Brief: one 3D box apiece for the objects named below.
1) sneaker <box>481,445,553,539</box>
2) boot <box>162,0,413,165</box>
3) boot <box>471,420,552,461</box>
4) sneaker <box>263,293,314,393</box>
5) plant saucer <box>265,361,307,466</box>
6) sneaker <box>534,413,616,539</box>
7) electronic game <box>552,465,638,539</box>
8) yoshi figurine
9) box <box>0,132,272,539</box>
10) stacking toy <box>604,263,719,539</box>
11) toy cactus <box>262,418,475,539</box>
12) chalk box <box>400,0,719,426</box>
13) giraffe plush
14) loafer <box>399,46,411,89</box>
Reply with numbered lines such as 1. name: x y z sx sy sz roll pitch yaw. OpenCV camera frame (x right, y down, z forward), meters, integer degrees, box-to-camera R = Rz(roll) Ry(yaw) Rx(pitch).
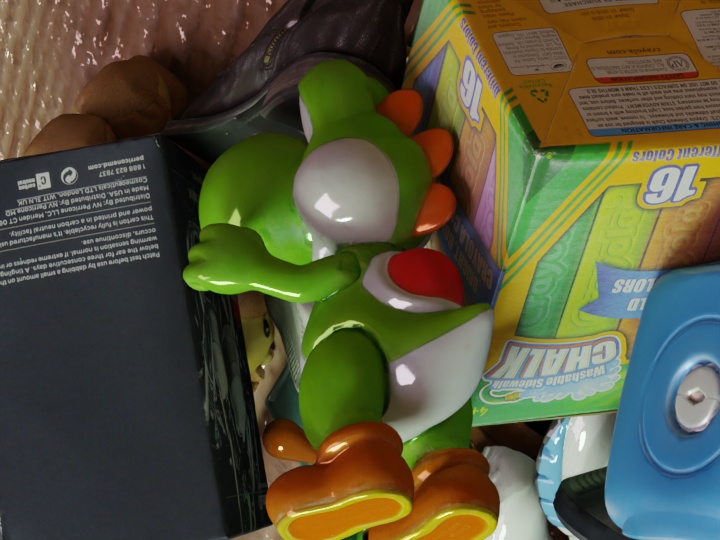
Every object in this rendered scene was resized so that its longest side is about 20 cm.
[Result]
1. sneaker: 0.071 0.164 1.256 0.080 0.077 0.201 17 134 3
2. boot: -0.005 -0.128 1.153 0.069 0.175 0.200 28 160 -23
3. boot: 0.064 0.102 1.301 0.155 0.076 0.201 -31 80 54
4. sneaker: 0.000 0.000 1.229 0.200 0.084 0.075 -108 17 -60
5. plant saucer: 0.010 0.020 1.276 0.200 0.019 0.070 -58 47 30
6. sneaker: 0.141 0.122 1.200 0.086 0.075 0.201 18 144 33
7. electronic game: 0.174 0.131 1.067 0.200 0.200 0.042 28 98 42
8. yoshi figurine: -0.013 0.017 1.003 0.113 0.111 0.201 100 164 -61
9. box: -0.113 0.043 1.207 0.200 0.103 0.183 37 -136 -85
10. stacking toy: 0.200 0.075 0.993 0.116 0.199 0.110 -3 71 55
11. toy cactus: -0.005 0.140 1.238 0.165 0.102 0.201 107 172 -79
12. chalk box: 0.085 -0.019 1.054 0.201 0.124 0.124 102 153 -44
13. giraffe plush: -0.113 0.003 1.408 0.162 0.173 0.200 34 132 3
14. loafer: 0.017 -0.074 1.204 0.200 0.076 0.068 33 157 39
